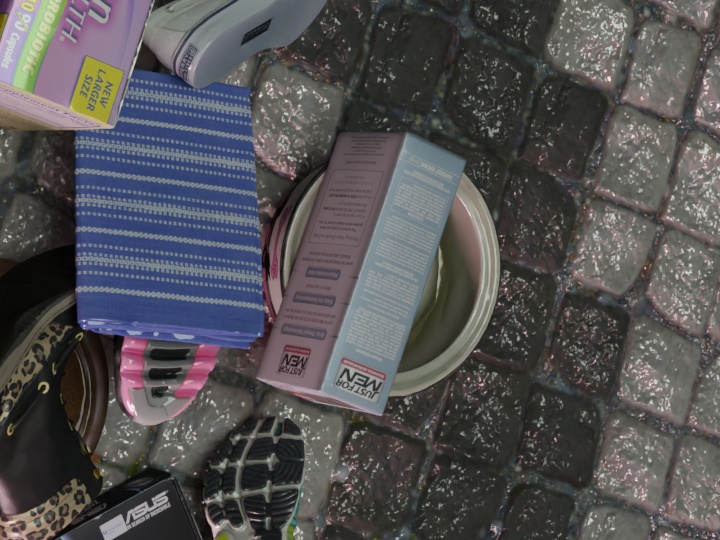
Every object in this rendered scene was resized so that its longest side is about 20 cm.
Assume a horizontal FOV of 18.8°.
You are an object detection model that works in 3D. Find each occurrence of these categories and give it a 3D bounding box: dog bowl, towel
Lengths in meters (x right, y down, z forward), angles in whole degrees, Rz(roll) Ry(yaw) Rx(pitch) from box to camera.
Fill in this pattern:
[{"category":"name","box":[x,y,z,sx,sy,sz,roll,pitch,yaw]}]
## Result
[{"category":"dog bowl","box":[0.010,-0.003,1.713,0.199,0.074,0.201,-2,94,-30]},{"category":"towel","box":[-0.140,-0.046,1.560,0.144,0.024,0.201,6,70,-28]}]

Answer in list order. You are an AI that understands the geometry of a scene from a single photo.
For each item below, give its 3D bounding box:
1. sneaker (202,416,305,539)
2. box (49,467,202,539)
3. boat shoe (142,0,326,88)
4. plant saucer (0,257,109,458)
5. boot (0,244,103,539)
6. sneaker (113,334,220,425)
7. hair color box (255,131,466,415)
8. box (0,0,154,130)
[{"category":"sneaker","box":[-0.080,0.208,1.662,0.077,0.080,0.201,1,62,9]},{"category":"box","box":[-0.201,0.263,1.621,0.200,0.043,0.161,-27,106,-27]},{"category":"boat shoe","box":[-0.100,-0.203,1.638,0.086,0.075,0.202,35,41,15]},{"category":"plant saucer","box":[-0.269,0.091,1.580,0.199,0.032,0.201,-1,92,-31]},{"category":"boot","box":[-0.223,0.087,1.543,0.200,0.073,0.151,-57,140,-48]},{"category":"sneaker","box":[-0.155,0.018,1.601,0.079,0.095,0.201,16,71,-32]},{"category":"hair color box","box":[0.000,0.000,1.609,0.060,0.099,0.201,24,81,-29]},{"category":"box","box":[-0.223,-0.195,1.495,0.096,0.200,0.177,21,83,-30]}]
